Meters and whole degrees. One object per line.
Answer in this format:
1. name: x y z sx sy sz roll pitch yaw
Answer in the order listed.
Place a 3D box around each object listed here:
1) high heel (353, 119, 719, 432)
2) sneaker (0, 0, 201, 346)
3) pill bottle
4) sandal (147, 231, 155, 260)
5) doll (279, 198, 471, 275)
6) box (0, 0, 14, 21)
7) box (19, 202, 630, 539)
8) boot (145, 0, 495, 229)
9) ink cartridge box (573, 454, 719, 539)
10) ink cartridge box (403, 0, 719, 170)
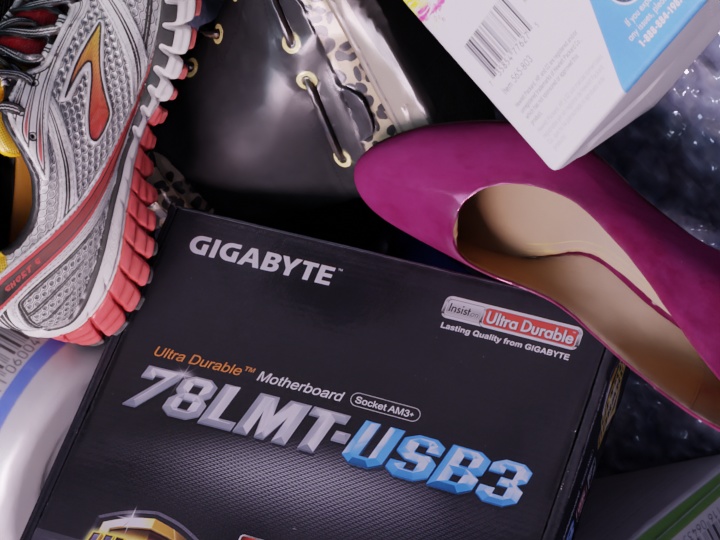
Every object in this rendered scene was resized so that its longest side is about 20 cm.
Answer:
1. high heel: 0.077 0.002 0.966 0.199 0.096 0.068 12 135 22
2. sneaker: -0.117 -0.073 1.009 0.078 0.082 0.201 3 86 49
3. pill bottle: -0.193 0.036 1.112 0.200 0.114 0.114 27 133 24
4. sandal: -0.128 -0.006 1.229 0.054 0.082 0.200 29 139 2
5. doll: 0.000 0.000 1.120 0.200 0.048 0.137 35 128 28
6. box: -0.186 -0.125 1.074 0.086 0.164 0.201 12 103 9
7. box: -0.017 0.086 1.004 0.199 0.199 0.050 15 155 16
8. boot: -0.050 -0.104 1.059 0.150 0.073 0.200 -25 104 34
9. ink cartridge box: 0.073 0.137 1.092 0.200 0.104 0.059 -16 102 50
10. ink cartridge box: 0.051 -0.152 0.949 0.200 0.068 0.115 49 140 8
